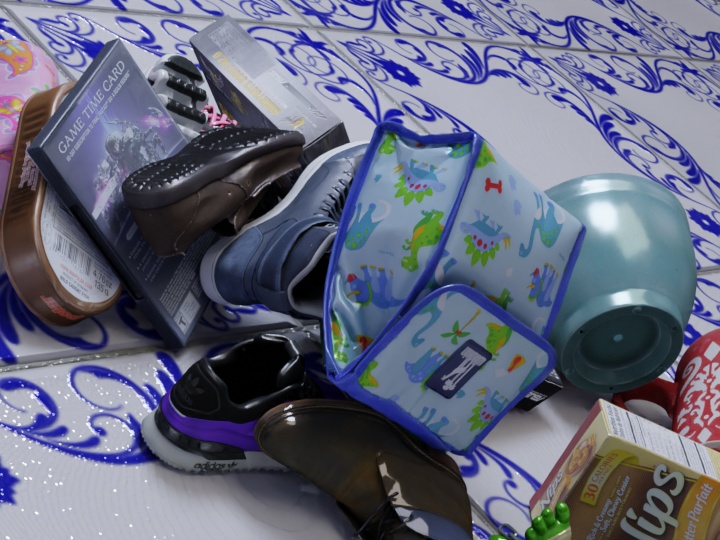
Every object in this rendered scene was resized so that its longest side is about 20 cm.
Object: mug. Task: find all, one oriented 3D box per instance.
[{"bbox_3d":[0.326,0.161,1.546,0.134,0.176,0.200,64,25,-16],"label":"mug"}]

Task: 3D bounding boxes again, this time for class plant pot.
[{"bbox_3d":[0.230,0.028,1.570,0.199,0.201,0.135,18,38,-25],"label":"plant pot"}]

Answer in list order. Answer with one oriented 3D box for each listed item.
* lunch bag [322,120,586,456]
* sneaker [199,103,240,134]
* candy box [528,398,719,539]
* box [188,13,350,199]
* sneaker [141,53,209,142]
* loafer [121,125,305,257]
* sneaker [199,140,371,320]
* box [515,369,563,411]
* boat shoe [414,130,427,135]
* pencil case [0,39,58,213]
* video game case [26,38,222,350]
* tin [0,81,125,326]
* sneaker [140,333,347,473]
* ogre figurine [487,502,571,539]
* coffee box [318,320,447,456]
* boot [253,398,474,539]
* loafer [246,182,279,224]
[{"bbox_3d":[0.062,0.018,1.219,0.127,0.202,0.170,12,-15,42],"label":"lunch bag"},{"bbox_3d":[-0.150,-0.123,1.446,0.198,0.097,0.079,9,18,20],"label":"sneaker"},{"bbox_3d":[0.251,0.198,1.363,0.198,0.116,0.055,24,25,-16],"label":"candy box"},{"bbox_3d":[-0.069,-0.122,1.539,0.200,0.048,0.159,46,-15,37],"label":"box"},{"bbox_3d":[-0.176,-0.077,1.382,0.075,0.080,0.202,30,58,-51],"label":"sneaker"},{"bbox_3d":[-0.114,-0.064,1.316,0.072,0.072,0.199,9,24,35],"label":"loafer"},{"bbox_3d":[-0.012,-0.031,1.316,0.202,0.077,0.145,-41,27,-27],"label":"sneaker"},{"bbox_3d":[0.088,0.031,1.465,0.199,0.049,0.162,22,38,-56],"label":"box"},{"bbox_3d":[0.059,-0.034,1.355,0.068,0.074,0.201,15,48,-3],"label":"boat shoe"},{"bbox_3d":[-0.286,-0.112,1.373,0.087,0.088,0.201,18,29,-25],"label":"pencil case"},{"bbox_3d":[-0.167,-0.059,1.300,0.201,0.019,0.143,57,38,-28],"label":"video game case"},{"bbox_3d":[-0.219,-0.053,1.277,0.112,0.041,0.202,46,37,-48],"label":"tin"},{"bbox_3d":[-0.059,0.092,1.226,0.199,0.100,0.070,-2,42,-48],"label":"sneaker"},{"bbox_3d":[0.192,0.246,1.243,0.200,0.098,0.120,47,-5,-41],"label":"ogre figurine"},{"bbox_3d":[0.012,0.065,1.344,0.123,0.044,0.200,54,11,-24],"label":"coffee box"},{"bbox_3d":[0.014,0.160,1.206,0.199,0.075,0.097,24,27,-35],"label":"boot"},{"bbox_3d":[-0.107,-0.054,1.483,0.071,0.063,0.200,30,25,2],"label":"loafer"}]
